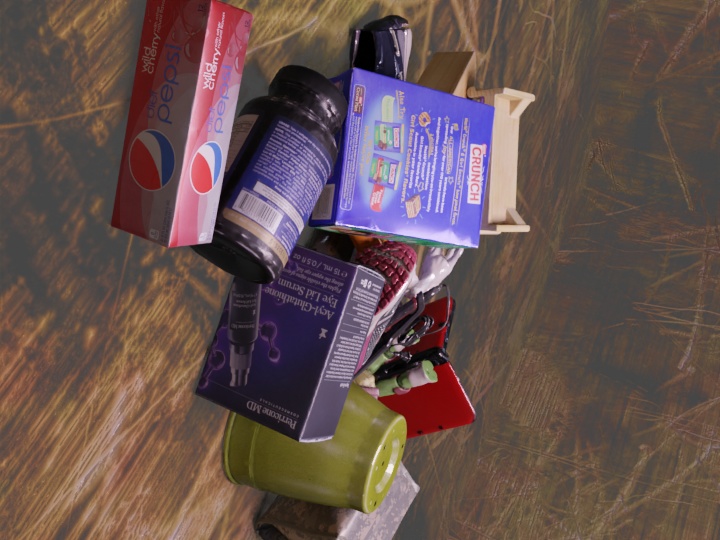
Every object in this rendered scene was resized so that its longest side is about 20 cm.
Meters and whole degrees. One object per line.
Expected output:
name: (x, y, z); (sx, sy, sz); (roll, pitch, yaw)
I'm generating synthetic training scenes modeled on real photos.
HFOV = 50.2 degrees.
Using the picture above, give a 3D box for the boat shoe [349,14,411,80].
boat shoe: (0.019, -0.229, 1.018); (0.092, 0.073, 0.204); (-30, 125, -54)

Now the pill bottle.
pill bottle: (-0.090, -0.099, 0.771); (0.203, 0.110, 0.112); (-64, 158, -19)

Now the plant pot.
plant pot: (-0.047, 0.220, 1.014); (0.201, 0.190, 0.203); (-51, 150, -45)

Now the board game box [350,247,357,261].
board game box: (0.000, 0.000, 1.074); (0.134, 0.044, 0.204); (-165, -88, -76)

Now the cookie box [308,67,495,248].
cookie box: (0.050, -0.121, 0.891); (0.197, 0.075, 0.175); (8, 89, -29)

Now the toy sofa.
toy sofa: (0.183, -0.153, 1.092); (0.082, 0.096, 0.205); (-3, 97, -45)

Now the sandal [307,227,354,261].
sandal: (-0.041, 0.010, 1.009); (0.081, 0.054, 0.203); (29, 73, -28)

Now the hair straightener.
hair straightener: (0.054, 0.093, 1.112); (0.199, 0.041, 0.077); (-40, 117, 4)

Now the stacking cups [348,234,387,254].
stacking cups: (-0.007, -0.082, 0.955); (0.061, 0.060, 0.202); (-54, 127, -39)

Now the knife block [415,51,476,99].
knife block: (0.103, -0.225, 1.040); (0.175, 0.063, 0.205); (21, 74, -70)

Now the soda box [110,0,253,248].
soda box: (-0.151, -0.126, 0.651); (0.063, 0.069, 0.204); (-14, 119, -64)

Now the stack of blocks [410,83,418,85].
stack of blocks: (0.083, -0.169, 1.175); (0.115, 0.057, 0.205); (17, 78, -70)

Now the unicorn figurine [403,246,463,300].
unicorn figurine: (0.111, -0.013, 1.160); (0.139, 0.073, 0.200); (-57, 162, 0)

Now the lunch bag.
lunch bag: (-0.042, 0.341, 1.124); (0.165, 0.197, 0.119); (-52, 125, -35)

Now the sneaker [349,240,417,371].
sneaker: (0.004, 0.050, 0.961); (0.201, 0.081, 0.074); (-54, 150, 13)

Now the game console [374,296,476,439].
game console: (0.101, 0.164, 1.277); (0.118, 0.198, 0.174); (39, 49, -25)

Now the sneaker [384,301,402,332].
sneaker: (0.012, -0.004, 1.170); (0.074, 0.085, 0.204); (37, 48, -62)

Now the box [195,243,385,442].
box: (-0.078, 0.075, 0.885); (0.104, 0.146, 0.204); (26, 82, -69)

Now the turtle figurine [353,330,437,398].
turtle figurine: (0.027, 0.178, 1.212); (0.200, 0.192, 0.145); (45, 22, -35)
